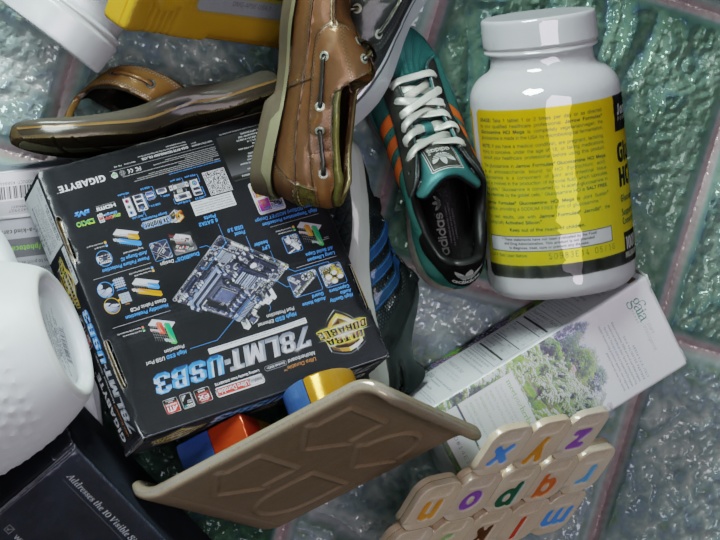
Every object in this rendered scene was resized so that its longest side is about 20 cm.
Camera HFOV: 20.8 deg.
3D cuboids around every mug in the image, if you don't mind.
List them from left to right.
[{"bbox_3d":[-0.276,0.048,1.286,0.174,0.148,0.201,-20,61,7],"label":"mug"}]

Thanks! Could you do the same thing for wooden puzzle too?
[{"bbox_3d":[-0.037,0.121,1.363,0.199,0.185,0.047,-24,68,17],"label":"wooden puzzle"}]

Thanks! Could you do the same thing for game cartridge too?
[{"bbox_3d":[-0.069,-0.236,1.315,0.199,0.032,0.177,-5,124,-57],"label":"game cartridge"}]

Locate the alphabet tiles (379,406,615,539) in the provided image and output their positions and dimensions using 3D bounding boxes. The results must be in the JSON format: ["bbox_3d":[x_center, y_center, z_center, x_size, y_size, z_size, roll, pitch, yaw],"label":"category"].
[{"bbox_3d":[0.099,0.172,1.451,0.199,0.015,0.196,-8,138,-40],"label":"alphabet tiles"}]

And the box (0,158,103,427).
[{"bbox_3d":[-0.268,0.029,1.386,0.154,0.041,0.202,-7,100,-13],"label":"box"}]

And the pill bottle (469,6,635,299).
[{"bbox_3d":[0.139,-0.087,1.436,0.111,0.112,0.202,-9,102,-13],"label":"pill bottle"}]

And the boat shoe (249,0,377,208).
[{"bbox_3d":[-0.020,-0.143,1.341,0.067,0.072,0.202,13,100,16],"label":"boat shoe"}]

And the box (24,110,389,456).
[{"bbox_3d":[-0.105,0.004,1.355,0.199,0.050,0.200,-18,78,-28],"label":"box"}]

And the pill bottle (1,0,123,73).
[{"bbox_3d":[-0.154,-0.240,1.333,0.112,0.112,0.201,37,89,-17],"label":"pill bottle"}]

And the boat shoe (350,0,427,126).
[{"bbox_3d":[0.005,-0.189,1.400,0.201,0.068,0.057,-59,143,-6],"label":"boat shoe"}]

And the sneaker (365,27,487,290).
[{"bbox_3d":[0.054,-0.087,1.416,0.071,0.080,0.202,-16,88,-12],"label":"sneaker"}]

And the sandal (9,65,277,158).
[{"bbox_3d":[-0.151,-0.120,1.375,0.198,0.082,0.055,-15,84,-13],"label":"sandal"}]

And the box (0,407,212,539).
[{"bbox_3d":[-0.218,0.222,1.366,0.196,0.124,0.200,-39,116,2],"label":"box"}]

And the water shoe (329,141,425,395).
[{"bbox_3d":[0.000,0.000,1.448,0.079,0.071,0.202,-10,96,-47],"label":"water shoe"}]

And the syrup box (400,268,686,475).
[{"bbox_3d":[0.137,0.078,1.480,0.199,0.081,0.079,-31,107,-8],"label":"syrup box"}]
